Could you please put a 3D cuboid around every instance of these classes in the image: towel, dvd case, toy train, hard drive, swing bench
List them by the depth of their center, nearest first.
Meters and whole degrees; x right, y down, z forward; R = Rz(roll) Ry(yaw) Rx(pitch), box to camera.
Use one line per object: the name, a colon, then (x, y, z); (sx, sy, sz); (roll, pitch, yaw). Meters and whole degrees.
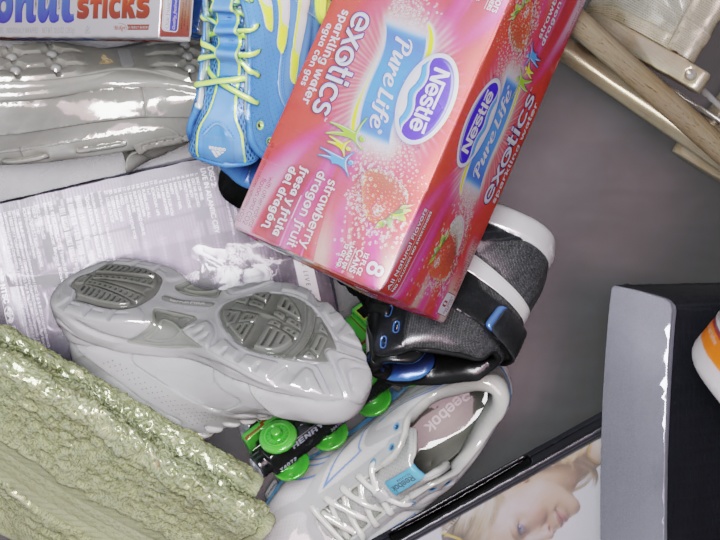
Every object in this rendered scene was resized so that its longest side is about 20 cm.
towel: (-0.157, 0.119, 1.205); (0.200, 0.037, 0.148); (34, 132, -8)
swing bench: (0.224, -0.168, 1.221); (0.200, 0.130, 0.199); (36, 89, -11)
toy train: (0.009, 0.046, 1.234); (0.200, 0.042, 0.056); (-37, 52, -12)
hard drive: (0.192, 0.108, 1.235); (0.135, 0.042, 0.201); (0, 92, -47)
dvd case: (0.084, 0.184, 1.250); (0.199, 0.018, 0.143); (-29, 121, -3)
dvd case: (-0.116, 0.014, 1.253); (0.199, 0.016, 0.150); (-13, 94, -4)

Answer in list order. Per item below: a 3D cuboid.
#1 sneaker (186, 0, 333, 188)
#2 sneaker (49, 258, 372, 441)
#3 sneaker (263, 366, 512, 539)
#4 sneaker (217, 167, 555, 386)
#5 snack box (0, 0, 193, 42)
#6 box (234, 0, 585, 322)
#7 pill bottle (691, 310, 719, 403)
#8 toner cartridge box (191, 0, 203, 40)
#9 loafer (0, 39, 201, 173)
sneaker: (-0.051, -0.114, 1.100); (0.075, 0.200, 0.105); (9, 59, 12)
sneaker: (-0.078, 0.058, 1.191); (0.199, 0.078, 0.100); (15, 129, 29)
sneaker: (0.010, 0.120, 1.236); (0.075, 0.087, 0.200); (44, 90, -7)
sneaker: (0.000, 0.000, 1.187); (0.199, 0.073, 0.112); (16, 65, 10)
snack box: (-0.155, -0.161, 1.163); (0.024, 0.200, 0.072); (2, 94, -40)
box: (0.029, -0.086, 1.109); (0.095, 0.100, 0.201); (24, 89, 24)
pill bottle: (0.282, 0.006, 1.146); (0.114, 0.114, 0.200); (36, 109, -6)
toner cartridge box: (-0.104, -0.234, 1.208); (0.095, 0.043, 0.201); (10, 92, 29)
loafer: (-0.128, -0.093, 1.228); (0.199, 0.070, 0.070); (-1, 122, -8)
